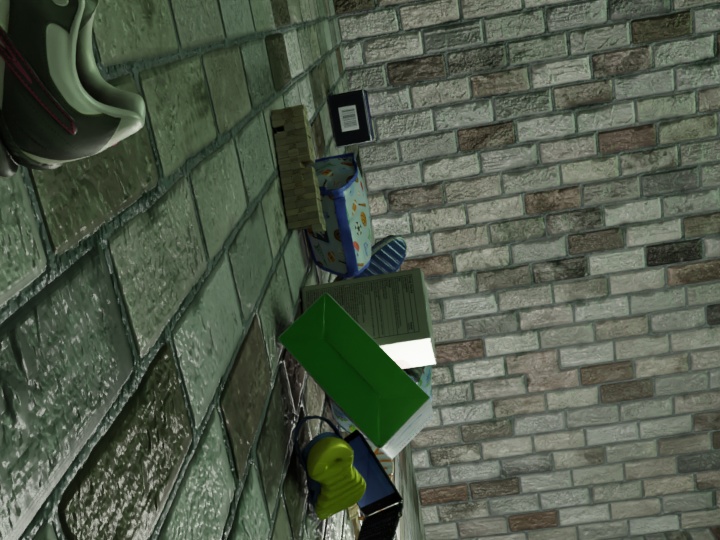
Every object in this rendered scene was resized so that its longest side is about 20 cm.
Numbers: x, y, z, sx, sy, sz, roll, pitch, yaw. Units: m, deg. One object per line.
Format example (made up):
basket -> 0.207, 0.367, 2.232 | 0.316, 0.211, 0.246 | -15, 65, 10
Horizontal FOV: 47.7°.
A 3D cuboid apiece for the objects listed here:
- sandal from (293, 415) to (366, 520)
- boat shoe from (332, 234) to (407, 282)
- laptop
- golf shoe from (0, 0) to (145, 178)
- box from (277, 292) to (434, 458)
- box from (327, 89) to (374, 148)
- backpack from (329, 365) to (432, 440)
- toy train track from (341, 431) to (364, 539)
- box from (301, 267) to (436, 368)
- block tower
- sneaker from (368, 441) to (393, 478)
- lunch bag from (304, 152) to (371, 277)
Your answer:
sandal -> -0.045, 0.261, 1.092 | 0.087, 0.079, 0.200 | 52, -24, 38
boat shoe -> 0.000, 0.000, 1.530 | 0.072, 0.200, 0.072 | 44, 4, -35
laptop -> -0.015, 0.361, 1.195 | 0.177, 0.103, 0.201 | 126, -13, -61
golf shoe -> -0.162, -0.139, 0.356 | 0.077, 0.088, 0.201 | -89, 168, -53
box -> -0.002, 0.151, 1.118 | 0.200, 0.097, 0.177 | 44, -6, 18
box -> -0.025, -0.436, 2.327 | 0.200, 0.104, 0.149 | -75, 155, -77
backpack -> 0.032, 0.223, 1.468 | 0.200, 0.182, 0.147 | 78, 29, -43
toy train track -> -0.006, 0.398, 1.510 | 0.115, 0.032, 0.201 | 56, 25, -78
box -> 0.014, 0.088, 1.308 | 0.109, 0.199, 0.128 | 72, 11, -58
block tower -> -0.099, -0.158, 1.292 | 0.054, 0.058, 0.201 | -8, 88, -85
sneaker -> 0.029, 0.442, 1.667 | 0.077, 0.078, 0.201 | 134, -48, -80
lunch bag -> -0.043, -0.099, 1.448 | 0.200, 0.123, 0.171 | -108, -174, -64
